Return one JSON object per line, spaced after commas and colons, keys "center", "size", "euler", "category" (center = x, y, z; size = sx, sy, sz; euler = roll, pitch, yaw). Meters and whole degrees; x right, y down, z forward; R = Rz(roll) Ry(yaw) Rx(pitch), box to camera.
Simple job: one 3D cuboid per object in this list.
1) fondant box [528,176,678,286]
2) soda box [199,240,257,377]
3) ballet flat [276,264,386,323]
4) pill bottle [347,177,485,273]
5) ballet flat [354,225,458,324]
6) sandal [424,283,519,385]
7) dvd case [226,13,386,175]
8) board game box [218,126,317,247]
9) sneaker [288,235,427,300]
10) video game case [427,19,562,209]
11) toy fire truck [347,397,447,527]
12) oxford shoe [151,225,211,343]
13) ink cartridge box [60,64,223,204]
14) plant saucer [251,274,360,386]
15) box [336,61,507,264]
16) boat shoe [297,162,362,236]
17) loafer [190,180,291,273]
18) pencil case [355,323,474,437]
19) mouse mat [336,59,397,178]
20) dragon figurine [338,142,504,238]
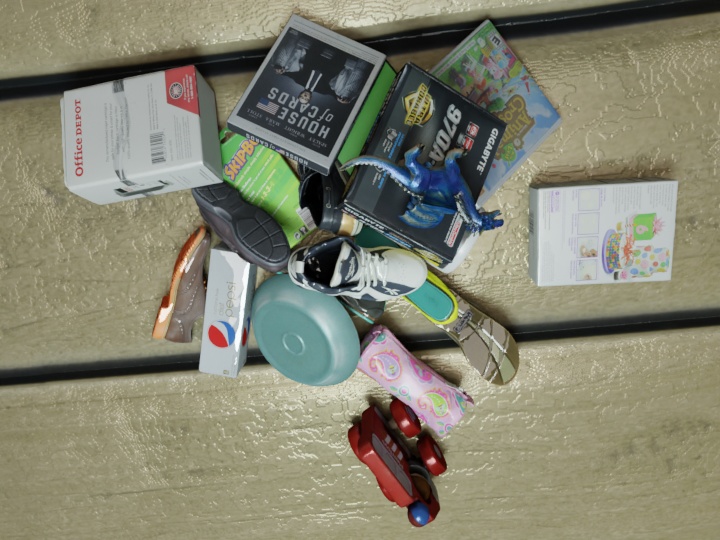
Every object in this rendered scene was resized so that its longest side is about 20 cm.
{"center": [0.355, -0.058, 0.819], "size": [0.196, 0.058, 0.147], "euler": [-2, 103, 4], "category": "fondant box"}
{"center": [-0.207, 0.060, 0.870], "size": [0.062, 0.068, 0.204], "euler": [9, 104, 0], "category": "soda box"}
{"center": [-0.048, 0.009, 0.852], "size": [0.198, 0.068, 0.069], "euler": [27, 89, 1], "category": "ballet flat"}
{"center": [0.072, -0.092, 0.797], "size": [0.198, 0.111, 0.112], "euler": [31, 103, -5], "category": "pill bottle"}
{"center": [0.071, 0.008, 0.838], "size": [0.200, 0.067, 0.067], "euler": [42, 104, 18], "category": "ballet flat"}
{"center": [0.171, 0.092, 0.871], "size": [0.200, 0.054, 0.081], "euler": [43, 97, 8], "category": "sandal"}
{"center": [-0.069, -0.243, 0.747], "size": [0.148, 0.025, 0.202], "euler": [24, 69, 1], "category": "dvd case"}
{"center": [-0.145, -0.132, 0.842], "size": [0.095, 0.030, 0.201], "euler": [-34, 102, 10], "category": "board game box"}
{"center": [0.000, 0.000, 0.734], "size": [0.196, 0.130, 0.081], "euler": [10, 90, -4], "category": "sneaker"}
{"center": [0.167, -0.217, 0.764], "size": [0.200, 0.022, 0.183], "euler": [-44, 99, -16], "category": "video game case"}
{"center": [0.061, 0.312, 0.865], "size": [0.111, 0.168, 0.201], "euler": [-33, 100, 10], "category": "toy fire truck"}
{"center": [-0.266, 0.025, 0.874], "size": [0.072, 0.072, 0.202], "euler": [19, 111, -20], "category": "oxford shoe"}
{"center": [-0.308, -0.189, 0.786], "size": [0.196, 0.083, 0.150], "euler": [-9, 80, 5], "category": "ink cartridge box"}
{"center": [-0.096, 0.104, 0.845], "size": [0.197, 0.036, 0.203], "euler": [15, 123, 23], "category": "plant saucer"}
{"center": [0.080, -0.132, 0.696], "size": [0.157, 0.046, 0.203], "euler": [27, 79, -13], "category": "box"}
{"center": [-0.057, -0.115, 0.761], "size": [0.061, 0.201, 0.075], "euler": [-1, 127, -25], "category": "boat shoe"}
{"center": [-0.176, -0.062, 0.815], "size": [0.200, 0.072, 0.063], "euler": [42, 144, 19], "category": "loafer"}
{"center": [0.081, 0.172, 0.871], "size": [0.199, 0.088, 0.088], "euler": [39, 103, -4], "category": "pencil case"}
{"center": [0.020, -0.201, 0.761], "size": [0.160, 0.008, 0.201], "euler": [-33, 80, -17], "category": "mouse mat"}
{"center": [0.078, -0.086, 0.632], "size": [0.197, 0.059, 0.101], "euler": [0, 78, -25], "category": "dragon figurine"}
